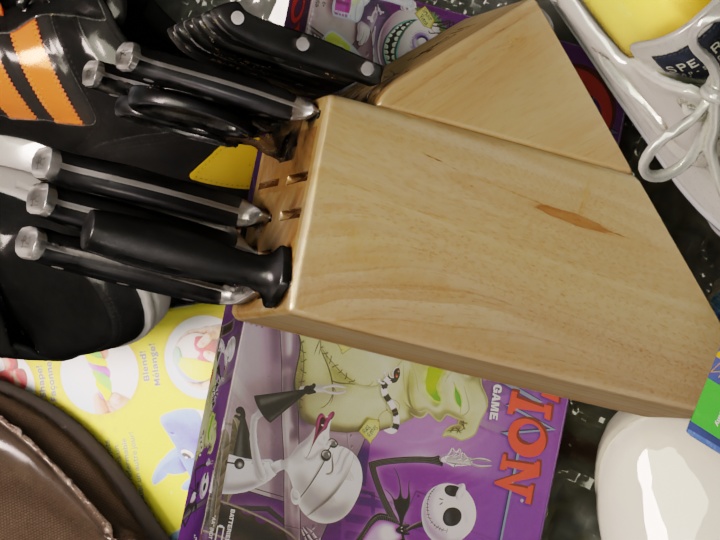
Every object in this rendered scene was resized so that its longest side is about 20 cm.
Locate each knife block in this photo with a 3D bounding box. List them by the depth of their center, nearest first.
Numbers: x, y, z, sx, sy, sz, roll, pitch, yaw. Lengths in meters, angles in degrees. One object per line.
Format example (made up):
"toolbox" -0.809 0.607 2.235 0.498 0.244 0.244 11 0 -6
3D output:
"knife block" 0.000 0.000 0.865 0.175 0.064 0.200 -33 99 -16

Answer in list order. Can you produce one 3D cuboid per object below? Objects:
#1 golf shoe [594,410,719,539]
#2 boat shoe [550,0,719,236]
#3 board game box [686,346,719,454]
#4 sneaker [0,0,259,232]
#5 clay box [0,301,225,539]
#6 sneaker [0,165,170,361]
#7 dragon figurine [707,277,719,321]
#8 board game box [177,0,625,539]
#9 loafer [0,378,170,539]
"golf shoe" 0.129 0.138 0.916 0.078 0.097 0.201 -22 89 15
"boat shoe" 0.108 -0.067 0.844 0.075 0.086 0.202 -37 89 14
"board game box" 0.206 0.011 0.852 0.200 0.034 0.136 13 101 -34
"sneaker" -0.113 -0.079 0.953 0.199 0.070 0.090 22 116 4
"clay box" -0.065 0.069 0.976 0.199 0.048 0.115 -8 92 14
"sneaker" -0.166 0.021 0.914 0.199 0.112 0.073 9 134 34
"dragon figurine" 0.168 -0.011 0.912 0.099 0.059 0.201 8 97 12
"board game box" 0.016 0.013 0.917 0.120 0.032 0.201 13 85 -22
"loafer" -0.099 0.106 0.925 0.200 0.071 0.073 39 102 9
